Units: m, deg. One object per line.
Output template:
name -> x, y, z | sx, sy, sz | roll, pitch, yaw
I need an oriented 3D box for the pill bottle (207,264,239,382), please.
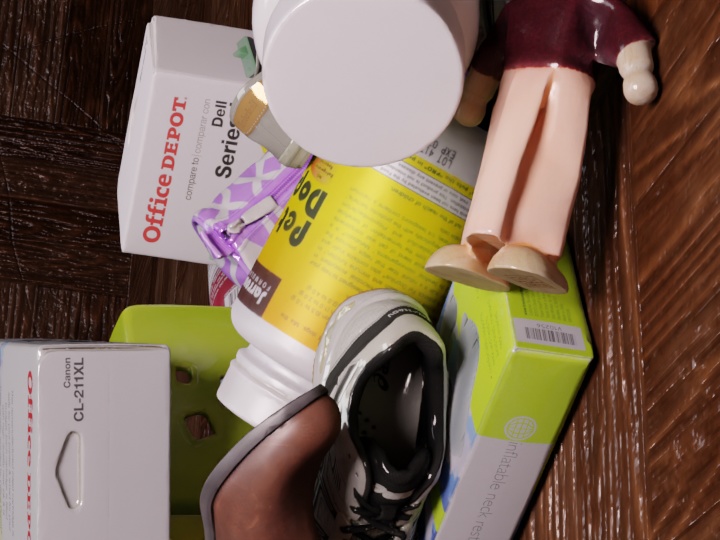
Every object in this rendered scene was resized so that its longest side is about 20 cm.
pill bottle -> -0.060, 0.019, 1.435 | 0.201, 0.112, 0.114 | -100, 21, -57

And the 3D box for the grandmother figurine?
grandmother figurine -> 0.090, -0.092, 0.885 | 0.120, 0.060, 0.202 | 4, 76, 36

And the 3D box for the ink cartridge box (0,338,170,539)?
ink cartridge box -> -0.183, 0.117, 1.156 | 0.200, 0.082, 0.147 | 178, 92, -66

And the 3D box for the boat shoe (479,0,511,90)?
boat shoe -> 0.086, -0.182, 0.969 | 0.071, 0.071, 0.202 | -179, 95, -74

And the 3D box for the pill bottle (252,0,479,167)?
pill bottle -> 0.003, -0.142, 0.942 | 0.201, 0.112, 0.114 | -89, 12, -57

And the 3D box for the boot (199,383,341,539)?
boot -> 0.000, 0.177, 0.900 | 0.189, 0.199, 0.068 | -59, -18, 22

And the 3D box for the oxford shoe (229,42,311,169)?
oxford shoe -> -0.029, -0.135, 1.081 | 0.075, 0.057, 0.201 | -56, 9, 39

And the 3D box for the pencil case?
pencil case -> -0.016, -0.066, 1.123 | 0.200, 0.084, 0.086 | -46, -29, -9

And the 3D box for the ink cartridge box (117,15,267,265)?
ink cartridge box -> -0.058, -0.078, 1.275 | 0.084, 0.198, 0.146 | -100, 21, -56

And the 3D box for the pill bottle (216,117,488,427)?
pill bottle -> 0.000, 0.000, 1.041 | 0.201, 0.109, 0.109 | -61, 14, 3

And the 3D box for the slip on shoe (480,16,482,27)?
slip on shoe -> 0.053, -0.199, 1.154 | 0.062, 0.074, 0.200 | -59, 20, 17

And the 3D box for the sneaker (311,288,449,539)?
sneaker -> 0.001, 0.112, 0.955 | 0.088, 0.075, 0.202 | -150, 65, -72

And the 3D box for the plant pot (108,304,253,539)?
plant pot -> -0.079, 0.155, 1.257 | 0.200, 0.198, 0.183 | 116, 153, -50

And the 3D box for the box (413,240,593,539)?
box -> 0.063, 0.074, 0.978 | 0.123, 0.047, 0.201 | -96, 19, -49
